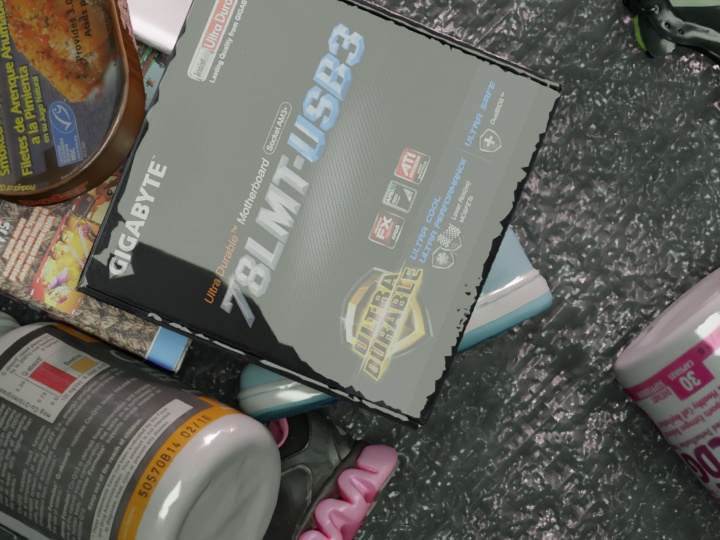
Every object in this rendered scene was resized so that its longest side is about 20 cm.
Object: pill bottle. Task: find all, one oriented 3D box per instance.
[{"bbox_3d":[0.248,0.097,1.360,0.113,0.113,0.200,-41,91,-7],"label":"pill bottle"},{"bbox_3d":[-0.152,0.095,1.282,0.200,0.116,0.116,25,83,26],"label":"pill bottle"}]

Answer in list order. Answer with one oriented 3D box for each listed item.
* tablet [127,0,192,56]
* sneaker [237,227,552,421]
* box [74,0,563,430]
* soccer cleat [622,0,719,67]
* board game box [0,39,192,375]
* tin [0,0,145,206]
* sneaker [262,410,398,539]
[{"bbox_3d":[-0.066,-0.126,1.335,0.200,0.130,0.014,26,110,-4],"label":"tablet"},{"bbox_3d":[0.000,0.000,1.348,0.200,0.080,0.131,-22,87,-28],"label":"sneaker"},{"bbox_3d":[-0.022,-0.044,1.259,0.198,0.050,0.200,23,92,-5],"label":"box"},{"bbox_3d":[0.177,-0.175,1.396,0.081,0.068,0.200,-44,92,6],"label":"soccer cleat"},{"bbox_3d":[-0.159,-0.055,1.332,0.200,0.097,0.160,26,84,-4],"label":"board game box"},{"bbox_3d":[-0.176,-0.129,1.247,0.112,0.042,0.200,-15,72,8],"label":"tin"},{"bbox_3d":[-0.067,0.153,1.332,0.095,0.079,0.200,38,60,5],"label":"sneaker"}]
